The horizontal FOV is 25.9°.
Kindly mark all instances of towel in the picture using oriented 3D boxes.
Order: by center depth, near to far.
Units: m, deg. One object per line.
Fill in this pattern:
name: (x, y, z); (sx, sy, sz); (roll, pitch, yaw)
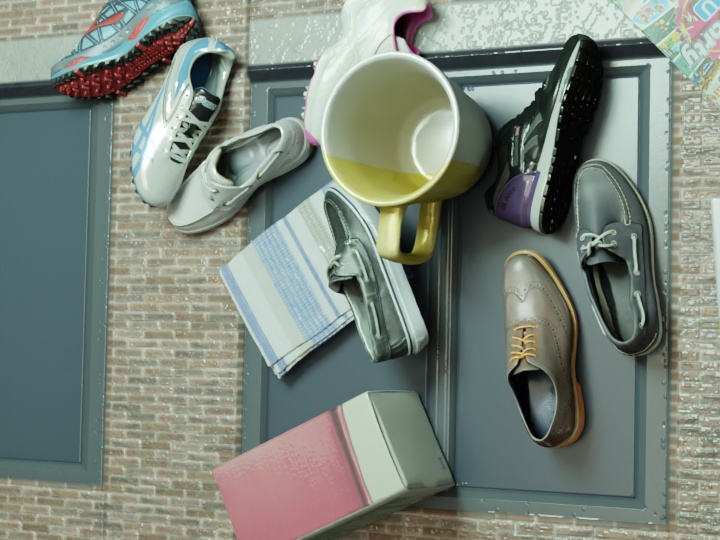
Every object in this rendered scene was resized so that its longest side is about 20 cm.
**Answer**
towel: (-0.050, 0.003, 1.688); (0.200, 0.024, 0.147); (-38, 69, 18)

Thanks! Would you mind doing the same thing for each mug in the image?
mug: (0.049, -0.118, 1.573); (0.149, 0.153, 0.187); (40, 105, 22)

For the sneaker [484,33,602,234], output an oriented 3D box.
sneaker: (0.174, -0.143, 1.560); (0.087, 0.076, 0.201); (19, 95, 32)

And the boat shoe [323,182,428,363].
boat shoe: (0.000, 0.000, 1.598); (0.071, 0.072, 0.200); (-20, 71, -19)

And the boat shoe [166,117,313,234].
boat shoe: (-0.147, -0.108, 1.715); (0.200, 0.069, 0.071); (-35, 73, 23)

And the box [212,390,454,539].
box: (-0.028, 0.211, 1.605); (0.200, 0.128, 0.109); (-28, 74, 21)

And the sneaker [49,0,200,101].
sneaker: (-0.271, -0.267, 1.798); (0.200, 0.079, 0.096); (-24, 60, 18)

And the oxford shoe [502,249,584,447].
oxford shoe: (0.175, 0.075, 1.543); (0.071, 0.073, 0.201); (-17, 79, 25)

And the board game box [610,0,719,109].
board game box: (0.341, -0.262, 1.489); (0.148, 0.064, 0.200); (-47, 70, 17)

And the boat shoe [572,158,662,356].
boat shoe: (0.246, -0.016, 1.520); (0.072, 0.063, 0.201); (-16, 80, 25)

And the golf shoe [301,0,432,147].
golf shoe: (0.006, -0.216, 1.648); (0.091, 0.075, 0.200); (27, 100, 22)

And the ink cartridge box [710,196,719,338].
ink cartridge box: (0.405, 0.029, 1.427); (0.145, 0.083, 0.201); (-6, 84, 25)

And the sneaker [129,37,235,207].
sneaker: (-0.196, -0.165, 1.725); (0.072, 0.072, 0.201); (10, 77, 53)
